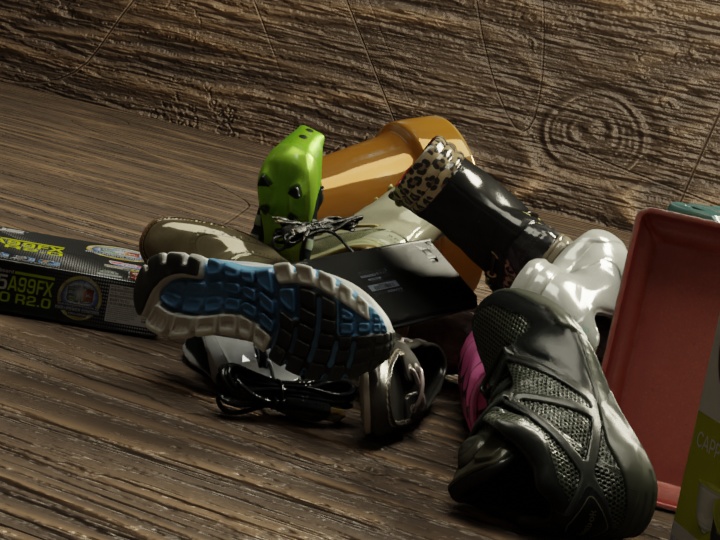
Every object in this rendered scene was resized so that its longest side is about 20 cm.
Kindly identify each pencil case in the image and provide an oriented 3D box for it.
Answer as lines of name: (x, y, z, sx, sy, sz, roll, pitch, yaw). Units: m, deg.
pencil case: (0.121, 0.085, 1.189, 0.093, 0.092, 0.200, 14, 10, 1)

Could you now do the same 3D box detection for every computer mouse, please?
computer mouse: (-0.082, 0.064, 1.184, 0.109, 0.044, 0.200, 7, 9, -25)

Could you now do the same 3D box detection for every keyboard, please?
keyboard: (0.000, 0.000, 1.273, 0.199, 0.021, 0.127, -10, 54, -50)

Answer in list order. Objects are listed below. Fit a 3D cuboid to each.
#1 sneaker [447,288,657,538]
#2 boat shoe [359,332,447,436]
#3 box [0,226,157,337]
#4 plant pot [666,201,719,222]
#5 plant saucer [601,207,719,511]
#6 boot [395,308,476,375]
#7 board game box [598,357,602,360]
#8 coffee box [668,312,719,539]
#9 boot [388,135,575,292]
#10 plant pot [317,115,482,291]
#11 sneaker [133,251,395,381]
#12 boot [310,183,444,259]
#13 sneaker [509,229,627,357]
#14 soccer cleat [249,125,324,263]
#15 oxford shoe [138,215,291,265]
sneaker: (0.097, 0.085, 1.007, 0.113, 0.077, 0.200, 2, 44, -28)
boat shoe: (0.032, 0.076, 1.165, 0.056, 0.068, 0.200, -3, 4, 5)
box: (-0.264, 0.003, 1.344, 0.198, 0.045, 0.160, 10, 9, -9)
plant pot: (0.285, 0.058, 1.213, 0.198, 0.198, 0.200, 11, 7, -1)
plant saucer: (0.266, 0.075, 1.100, 0.198, 0.202, 0.037, 13, -7, 10)
boot: (0.091, 0.054, 1.402, 0.165, 0.073, 0.200, 11, 17, 17)
board game box: (0.243, 0.079, 1.387, 0.199, 0.032, 0.120, 28, 2, -42)
coffee box: (0.312, 0.110, 0.875, 0.198, 0.200, 0.200, 9, 8, -15)
boot: (0.098, -0.038, 1.327, 0.150, 0.073, 0.200, 38, -2, 0)
plant pot: (0.008, -0.052, 1.679, 0.182, 0.202, 0.200, -9, 16, -22)
sneaker: (-0.056, 0.024, 1.123, 0.198, 0.076, 0.086, 15, 8, 27)
boot: (-0.007, -0.021, 1.446, 0.199, 0.073, 0.155, -13, 21, 45)
sneaker: (0.173, 0.028, 1.185, 0.088, 0.076, 0.200, 33, 24, 17)
soccer cleat: (-0.062, -0.030, 1.348, 0.067, 0.201, 0.081, 23, 42, 9)
oxford shoe: (-0.083, 0.008, 1.268, 0.198, 0.071, 0.075, 24, -7, -2)
